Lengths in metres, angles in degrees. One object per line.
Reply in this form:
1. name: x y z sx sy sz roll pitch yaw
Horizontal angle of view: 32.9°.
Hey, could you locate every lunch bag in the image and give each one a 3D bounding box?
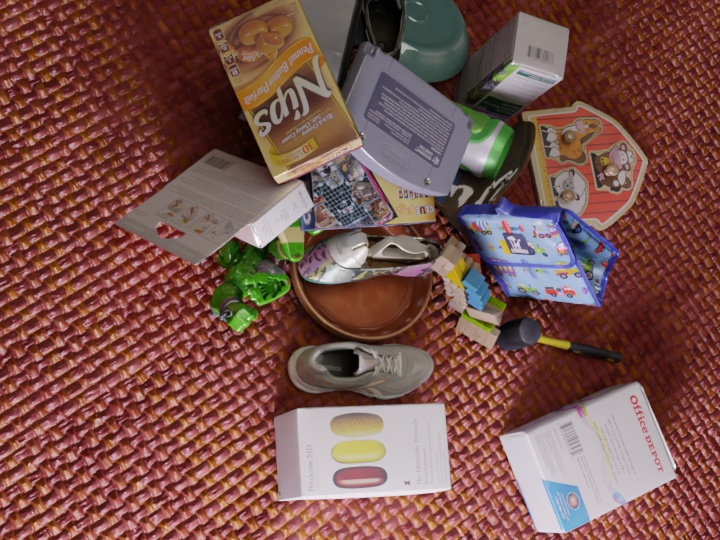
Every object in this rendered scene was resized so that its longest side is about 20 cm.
1. lunch bag: 0.233 -0.042 1.632 0.200 0.150 0.094 44 61 -46

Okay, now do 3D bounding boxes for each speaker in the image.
1. speaker: 0.106 -0.197 1.673 0.199 0.089 0.089 24 69 9

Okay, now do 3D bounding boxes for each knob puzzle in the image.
1. knob puzzle: 0.345 -0.159 1.813 0.218 0.030 0.221 5 76 -20

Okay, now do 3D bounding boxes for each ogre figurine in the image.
1. ogre figurine: -0.128 -0.001 1.544 0.098 0.120 0.201 26 66 -29

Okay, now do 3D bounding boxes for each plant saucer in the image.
1. plant saucer: 0.000 0.000 1.638 0.199 0.032 0.201 7 69 -19
2. plant saucer: 0.072 -0.355 1.718 0.199 0.036 0.201 13 55 -18

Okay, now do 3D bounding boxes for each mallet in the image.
1. mallet: 0.290 0.102 1.714 0.199 0.066 0.041 11 73 -18

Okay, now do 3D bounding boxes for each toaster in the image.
1. toaster: -0.078 -0.273 1.603 0.118 0.181 0.201 15 74 -11

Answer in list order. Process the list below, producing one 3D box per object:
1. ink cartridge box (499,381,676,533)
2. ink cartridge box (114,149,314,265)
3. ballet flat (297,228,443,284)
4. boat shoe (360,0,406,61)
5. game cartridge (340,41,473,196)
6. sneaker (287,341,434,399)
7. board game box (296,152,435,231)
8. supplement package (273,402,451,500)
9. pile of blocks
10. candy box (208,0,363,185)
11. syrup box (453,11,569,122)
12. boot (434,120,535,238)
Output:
1. ink cartridge box: 0.314 0.255 1.679 0.199 0.085 0.145 -20 86 -22
2. ink cartridge box: -0.183 -0.069 1.513 0.173 0.200 0.044 -41 128 -22
3. ballet flat: 0.017 -0.024 1.596 0.199 0.071 0.069 -2 64 -21
4. boat shoe: 0.035 -0.346 1.627 0.072 0.071 0.201 2 63 -13
5. game cartridge: 0.051 -0.182 1.552 0.200 0.041 0.134 31 70 -32
6. sneaker: 0.011 0.128 1.590 0.199 0.092 0.076 -1 78 -21
7. board game box: 0.007 -0.123 1.564 0.199 0.035 0.136 -4 90 -38
8. supplement package: 0.000 0.232 1.553 0.199 0.109 0.114 0 78 -20
9. pile of blocks: 0.157 0.023 1.627 0.082 0.200 0.062 18 61 32
10. candy box: -0.088 -0.218 1.459 0.115 0.055 0.201 -25 82 2
11. syrup box: 0.205 -0.274 1.694 0.078 0.200 0.082 15 72 -16
12. boot: 0.173 -0.148 1.722 0.097 0.075 0.201 33 71 -14
